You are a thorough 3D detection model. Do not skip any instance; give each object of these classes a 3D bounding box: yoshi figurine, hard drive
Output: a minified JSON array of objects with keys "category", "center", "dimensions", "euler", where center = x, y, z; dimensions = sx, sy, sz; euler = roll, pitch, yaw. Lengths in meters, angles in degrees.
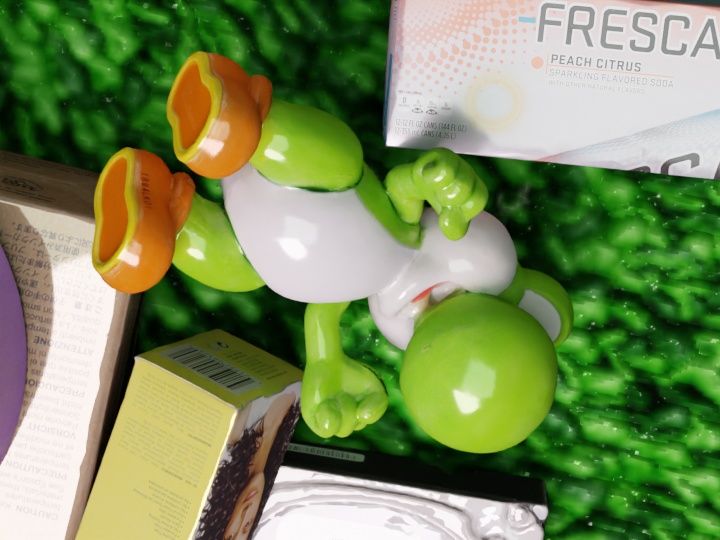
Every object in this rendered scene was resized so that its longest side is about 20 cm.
[{"category":"yoshi figurine","center":[0.006,0.006,0.739],"dimensions":[0.200,0.112,0.112],"euler":[25,75,-31]},{"category":"hard drive","center":[-0.004,0.177,0.848],"dimensions":[0.139,0.038,0.200],"euler":[10,105,1]}]

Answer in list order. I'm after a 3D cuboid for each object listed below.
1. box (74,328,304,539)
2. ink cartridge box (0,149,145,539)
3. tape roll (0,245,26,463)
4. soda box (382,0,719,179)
[{"category":"box","center":[-0.085,0.126,0.790],"dimensions":[0.050,0.075,0.200],"euler":[26,107,17]},{"category":"ink cartridge box","center":[-0.193,0.028,0.801],"dimensions":[0.200,0.075,0.165],"euler":[14,106,-1]},{"category":"tape roll","center":[-0.228,0.035,0.734],"dimensions":[0.200,0.066,0.201],"euler":[1,104,2]},{"category":"soda box","center":[0.109,-0.075,0.766],"dimensions":[0.200,0.064,0.069],"euler":[6,104,2]}]
